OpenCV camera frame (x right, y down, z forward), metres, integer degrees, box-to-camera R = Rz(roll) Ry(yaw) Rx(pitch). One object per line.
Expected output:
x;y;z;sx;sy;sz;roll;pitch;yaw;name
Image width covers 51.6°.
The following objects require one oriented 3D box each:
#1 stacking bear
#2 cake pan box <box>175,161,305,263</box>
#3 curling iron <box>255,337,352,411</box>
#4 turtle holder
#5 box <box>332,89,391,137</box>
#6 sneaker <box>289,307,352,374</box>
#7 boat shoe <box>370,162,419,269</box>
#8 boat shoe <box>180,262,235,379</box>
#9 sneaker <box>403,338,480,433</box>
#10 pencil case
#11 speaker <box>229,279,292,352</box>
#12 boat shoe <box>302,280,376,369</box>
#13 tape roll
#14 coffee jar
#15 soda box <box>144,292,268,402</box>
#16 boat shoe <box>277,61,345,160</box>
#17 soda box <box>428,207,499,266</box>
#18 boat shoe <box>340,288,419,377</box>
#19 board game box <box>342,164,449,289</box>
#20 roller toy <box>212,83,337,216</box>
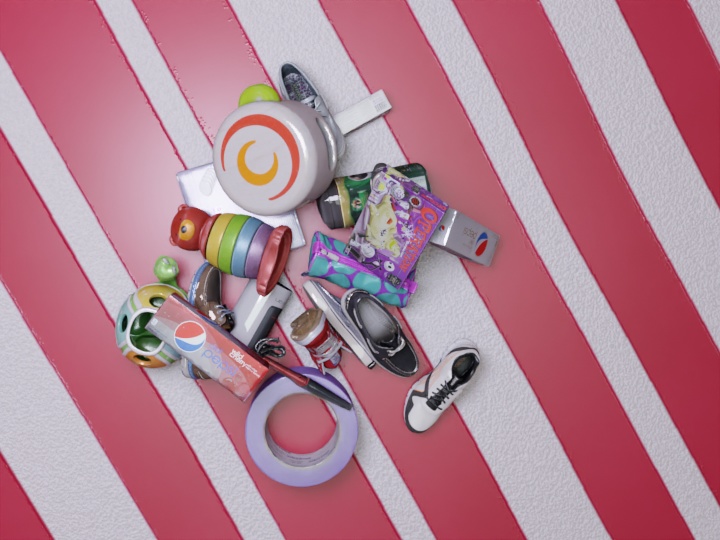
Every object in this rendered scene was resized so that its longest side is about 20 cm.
-0.226;-0.050;1.258;0.199;0.114;0.122;19;100;5;stacking bear
-0.210;-0.105;1.334;0.183;0.052;0.201;-18;94;-1;cake pan box
-0.096;0.182;1.283;0.200;0.026;0.050;38;92;-5;curling iron
-0.344;0.083;1.290;0.141;0.132;0.186;41;89;-4;turtle holder
-0.038;-0.260;1.345;0.199;0.039;0.042;-31;91;-3;box
-0.065;0.127;1.281;0.071;0.200;0.113;-37;96;-3;sneaker
0.061;-0.091;1.266;0.067;0.057;0.201;-15;122;3;boat shoe
-0.252;0.087;1.276;0.072;0.072;0.201;4;88;20;boat shoe
0.148;0.213;1.362;0.074;0.080;0.200;34;91;-7;sneaker
0.000;0.000;1.334;0.199;0.092;0.086;18;82;-7;pencil case
-0.202;0.102;1.329;0.081;0.081;0.201;30;89;-5;speaker
-0.013;0.077;1.352;0.093;0.075;0.200;-40;103;-8;boat shoe
-0.105;0.278;1.342;0.199;0.085;0.201;0;93;-5;tape roll
0.021;-0.131;1.322;0.199;0.104;0.086;-11;109;-4;coffee jar
-0.245;0.122;1.206;0.200;0.063;0.070;39;88;-8;soda box
-0.092;-0.277;1.293;0.070;0.072;0.201;-29;72;-3;boat shoe
0.169;-0.060;1.293;0.068;0.200;0.064;20;92;32;soda box
0.044;0.113;1.301;0.074;0.060;0.200;-39;108;-15;boat shoe
0.053;-0.066;1.216;0.120;0.200;0.032;31;47;4;board game box
-0.137;-0.186;1.229;0.182;0.140;0.200;34;111;8;roller toy
